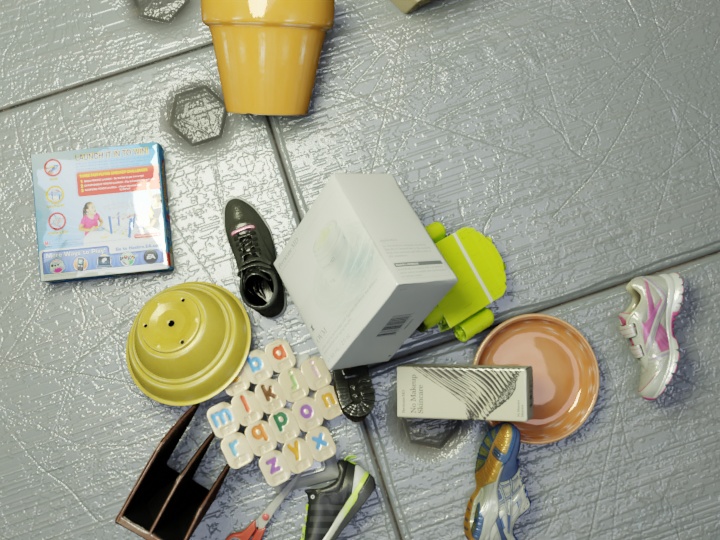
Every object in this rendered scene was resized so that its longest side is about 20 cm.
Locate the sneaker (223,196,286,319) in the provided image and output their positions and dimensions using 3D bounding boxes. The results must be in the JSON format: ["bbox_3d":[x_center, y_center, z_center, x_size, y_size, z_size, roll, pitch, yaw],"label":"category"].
[{"bbox_3d":[-0.164,-0.024,1.386,0.070,0.099,0.201,-19,86,0],"label":"sneaker"}]

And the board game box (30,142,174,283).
[{"bbox_3d":[-0.398,-0.088,1.406,0.198,0.056,0.197,-5,87,-1],"label":"board game box"}]

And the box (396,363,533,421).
[{"bbox_3d":[0.157,0.182,1.364,0.198,0.068,0.083,-3,87,19],"label":"box"}]

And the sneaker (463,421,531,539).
[{"bbox_3d":[0.221,0.327,1.388,0.087,0.075,0.201,10,104,-12],"label":"sneaker"}]

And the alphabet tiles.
[{"bbox_3d":[-0.126,0.214,1.374,0.199,0.015,0.197,-25,85,-20],"label":"alphabet tiles"}]

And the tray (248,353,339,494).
[{"bbox_3d":[-0.107,0.239,1.411,0.107,0.022,0.201,-15,87,-3],"label":"tray"}]

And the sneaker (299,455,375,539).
[{"bbox_3d":[-0.061,0.371,1.386,0.083,0.072,0.200,39,80,5],"label":"sneaker"}]

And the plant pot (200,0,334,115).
[{"bbox_3d":[-0.139,-0.330,1.368,0.198,0.200,0.185,1,102,-1],"label":"plant pot"}]

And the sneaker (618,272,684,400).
[{"bbox_3d":[0.441,0.098,1.406,0.087,0.081,0.202,8,79,1],"label":"sneaker"}]

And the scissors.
[{"bbox_3d":[-0.158,0.385,1.395,0.073,0.014,0.201,24,95,1],"label":"scissors"}]

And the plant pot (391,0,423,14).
[{"bbox_3d":[0.096,-0.508,1.378,0.199,0.200,0.178,-29,99,-2],"label":"plant pot"}]

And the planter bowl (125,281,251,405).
[{"bbox_3d":[-0.269,0.092,1.349,0.199,0.084,0.202,-4,64,8],"label":"planter bowl"}]

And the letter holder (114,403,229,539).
[{"bbox_3d":[-0.246,0.287,1.304,0.100,0.200,0.143,29,100,1],"label":"letter holder"}]

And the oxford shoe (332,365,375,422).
[{"bbox_3d":[-0.021,0.136,1.395,0.072,0.085,0.201,-2,67,-5],"label":"oxford shoe"}]

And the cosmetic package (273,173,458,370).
[{"bbox_3d":[0.000,0.000,1.298,0.122,0.200,0.201,-3,53,-40],"label":"cosmetic package"}]

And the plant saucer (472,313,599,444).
[{"bbox_3d":[0.270,0.168,1.415,0.198,0.037,0.202,0,87,0],"label":"plant saucer"}]

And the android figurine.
[{"bbox_3d":[0.144,0.011,1.385,0.199,0.041,0.183,-30,89,-31],"label":"android figurine"}]
